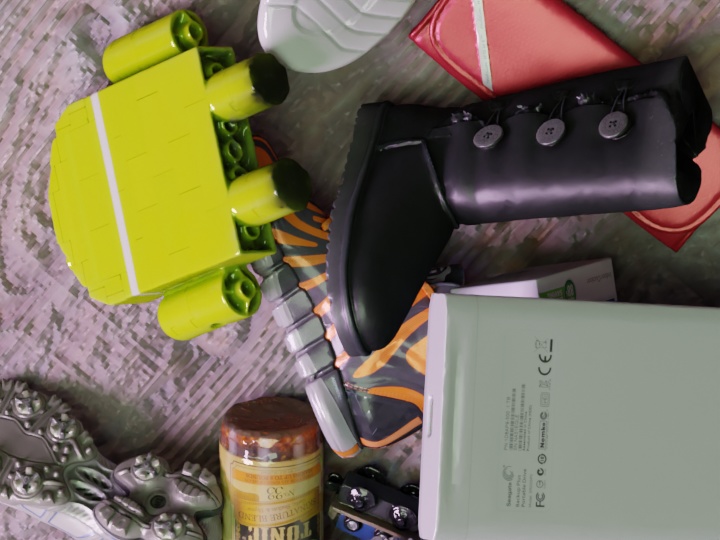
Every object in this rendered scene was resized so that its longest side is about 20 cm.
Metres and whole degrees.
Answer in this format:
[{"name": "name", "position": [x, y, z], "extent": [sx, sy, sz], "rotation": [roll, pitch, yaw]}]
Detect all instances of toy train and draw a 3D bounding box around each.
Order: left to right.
[{"name": "toy train", "position": [0.068, 0.173, 1.767], "extent": [0.199, 0.034, 0.046], "rotation": [24, 124, 1]}]

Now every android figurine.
[{"name": "android figurine", "position": [-0.110, -0.051, 1.669], "extent": [0.200, 0.041, 0.183], "rotation": [-23, 77, 43]}]

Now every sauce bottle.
[{"name": "sauce bottle", "position": [-0.052, 0.178, 1.775], "extent": [0.066, 0.066, 0.201], "rotation": [2, 112, 11]}]

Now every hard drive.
[{"name": "hard drive", "position": [0.129, 0.083, 1.595], "extent": [0.199, 0.027, 0.132], "rotation": [3, 89, -24]}]

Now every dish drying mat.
[{"name": "dish drying mat", "position": [0.126, -0.097, 1.657], "extent": [0.200, 0.018, 0.077], "rotation": [38, 113, -5]}]

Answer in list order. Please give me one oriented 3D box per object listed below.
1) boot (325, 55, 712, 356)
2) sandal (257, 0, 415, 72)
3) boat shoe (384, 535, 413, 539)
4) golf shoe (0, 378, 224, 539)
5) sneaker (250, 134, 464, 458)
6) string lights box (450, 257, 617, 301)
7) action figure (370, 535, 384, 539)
[{"name": "boot", "position": [0.088, -0.034, 1.601], "extent": [0.199, 0.165, 0.066], "rotation": [-4, 148, 19]}, {"name": "sandal", "position": [0.008, -0.202, 1.627], "extent": [0.082, 0.050, 0.203], "rotation": [26, 101, -15]}, {"name": "boat shoe", "position": [0.016, 0.178, 1.719], "extent": [0.199, 0.063, 0.073], "rotation": [-21, 141, -1]}, {"name": "golf shoe", "position": [-0.175, 0.140, 1.780], "extent": [0.200, 0.078, 0.097], "rotation": [26, 149, 20]}, {"name": "sneaker", "position": [0.000, 0.000, 1.699], "extent": [0.112, 0.078, 0.201], "rotation": [-23, 99, 3]}, {"name": "string lights box", "position": [0.112, 0.100, 1.659], "extent": [0.059, 0.103, 0.201], "rotation": [-7, 94, 31]}, {"name": "action figure", "position": [0.060, 0.219, 1.685], "extent": [0.118, 0.055, 0.200], "rotation": [-36, 131, 23]}]
